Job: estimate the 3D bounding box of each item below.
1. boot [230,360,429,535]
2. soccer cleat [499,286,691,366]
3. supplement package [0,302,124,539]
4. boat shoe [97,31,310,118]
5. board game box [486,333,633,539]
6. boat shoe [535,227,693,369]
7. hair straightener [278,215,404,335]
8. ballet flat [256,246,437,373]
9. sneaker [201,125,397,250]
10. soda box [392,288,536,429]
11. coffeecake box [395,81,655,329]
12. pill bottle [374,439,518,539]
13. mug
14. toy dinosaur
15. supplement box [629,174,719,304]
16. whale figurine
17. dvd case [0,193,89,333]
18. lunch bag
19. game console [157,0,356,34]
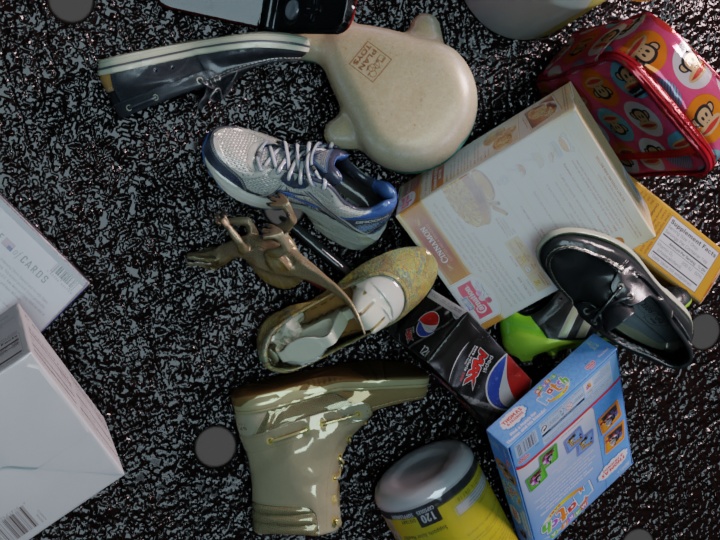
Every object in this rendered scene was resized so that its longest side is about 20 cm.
[{"bbox_3d":[-0.022,0.178,1.120,0.197,0.073,0.158,-9,99,-11],"label":"boot"},{"bbox_3d":[0.239,0.037,1.151,0.198,0.068,0.082,-15,94,7],"label":"soccer cleat"},{"bbox_3d":[-0.342,0.161,1.001,0.199,0.111,0.157,-33,121,-7],"label":"supplement package"},{"bbox_3d":[-0.143,-0.184,1.042,0.197,0.075,0.063,-12,103,-3],"label":"boat shoe"},{"bbox_3d":[0.207,0.180,1.133,0.151,0.037,0.201,-38,136,-18],"label":"board game box"},{"bbox_3d":[0.244,0.034,1.052,0.074,0.067,0.199,-36,121,27],"label":"boat shoe"},{"bbox_3d":[0.000,0.000,1.116,0.199,0.041,0.077,32,89,-10],"label":"hair straightener"},{"bbox_3d":[-0.013,0.044,1.074,0.198,0.071,0.071,-26,103,14],"label":"ballet flat"},{"bbox_3d":[-0.051,-0.095,1.059,0.198,0.085,0.078,22,60,-18],"label":"sneaker"},{"bbox_3d":[0.122,0.108,1.116,0.063,0.071,0.200,-49,125,-6],"label":"soda box"},{"bbox_3d":[0.158,-0.058,1.084,0.199,0.073,0.154,-30,111,20],"label":"coffeecake box"},{"bbox_3d":[0.104,0.284,1.144,0.111,0.112,0.202,-30,103,-8],"label":"pill bottle"},{"bbox_3d":[0.201,-0.309,1.069,0.185,0.153,0.151,-21,101,-11],"label":"mug"},{"bbox_3d":[-0.074,-0.015,1.047,0.058,0.198,0.102,-54,151,-36],"label":"toy dinosaur"},{"bbox_3d":[0.286,-0.047,1.170,0.199,0.066,0.069,37,86,-16],"label":"supplement box"},{"bbox_3d":[0.021,-0.180,1.084,0.199,0.104,0.160,38,88,9],"label":"whale figurine"},{"bbox_3d":[-0.375,0.030,1.039,0.200,0.025,0.150,-45,105,-5],"label":"dvd case"},{"bbox_3d":[0.275,-0.156,1.085,0.176,0.200,0.082,44,81,-14],"label":"lunch bag"},{"bbox_3d":[-0.083,-0.327,1.017,0.118,0.171,0.203,7,95,-41],"label":"game console"}]
